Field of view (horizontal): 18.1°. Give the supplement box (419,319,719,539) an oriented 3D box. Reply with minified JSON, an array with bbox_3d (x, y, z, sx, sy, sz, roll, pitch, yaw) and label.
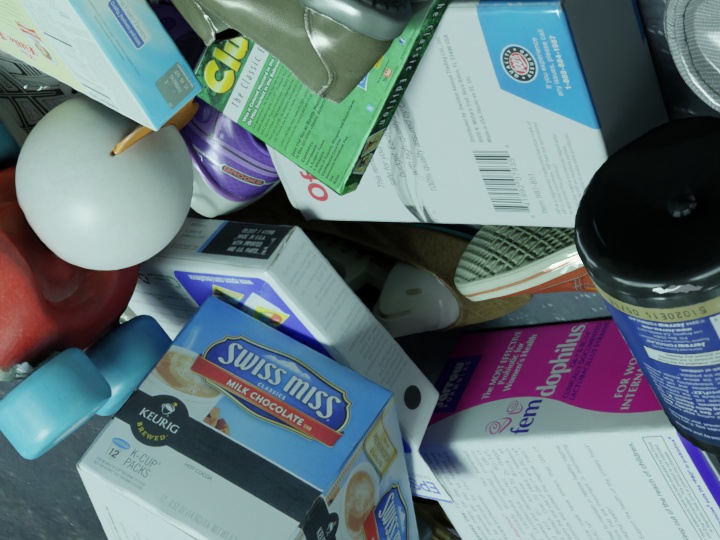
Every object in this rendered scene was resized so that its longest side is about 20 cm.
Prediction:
[{"bbox_3d":[0.143,0.098,1.334,0.199,0.101,0.103,-9,128,37],"label":"supplement box"}]

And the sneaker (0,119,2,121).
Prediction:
[{"bbox_3d":[-0.240,-0.067,1.405,0.200,0.078,0.099,51,-178,-13],"label":"sneaker"}]

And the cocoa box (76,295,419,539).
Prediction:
[{"bbox_3d":[-0.058,0.137,1.297,0.133,0.131,0.200,27,154,22],"label":"cocoa box"}]

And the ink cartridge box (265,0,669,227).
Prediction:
[{"bbox_3d":[0.045,-0.103,1.187,0.199,0.084,0.145,2,134,29],"label":"ink cartridge box"}]

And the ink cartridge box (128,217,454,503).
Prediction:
[{"bbox_3d":[-0.048,0.050,1.344,0.198,0.043,0.200,5,140,52],"label":"ink cartridge box"}]

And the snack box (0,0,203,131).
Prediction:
[{"bbox_3d":[-0.170,-0.148,1.156,0.200,0.037,0.116,29,158,49],"label":"snack box"}]

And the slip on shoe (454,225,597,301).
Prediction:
[{"bbox_3d":[0.136,-0.013,1.245,0.200,0.074,0.061,-15,127,36],"label":"slip on shoe"}]

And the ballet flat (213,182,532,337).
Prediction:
[{"bbox_3d":[0.000,0.000,1.337,0.199,0.072,0.068,22,139,9],"label":"ballet flat"}]

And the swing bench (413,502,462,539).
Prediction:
[{"bbox_3d":[0.032,0.214,1.451,0.199,0.199,0.130,16,141,17],"label":"swing bench"}]

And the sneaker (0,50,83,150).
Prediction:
[{"bbox_3d":[-0.180,-0.116,1.320,0.200,0.076,0.088,32,142,-5],"label":"sneaker"}]

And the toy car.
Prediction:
[{"bbox_3d":[-0.147,-0.036,1.229,0.200,0.177,0.185,-39,86,22],"label":"toy car"}]

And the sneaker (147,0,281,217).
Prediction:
[{"bbox_3d":[-0.104,-0.128,1.280,0.083,0.081,0.200,-30,113,15],"label":"sneaker"}]

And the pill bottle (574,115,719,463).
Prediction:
[{"bbox_3d":[0.191,0.025,1.141,0.112,0.112,0.200,1,142,31],"label":"pill bottle"}]

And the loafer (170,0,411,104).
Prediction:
[{"bbox_3d":[-0.074,-0.142,1.092,0.200,0.075,0.070,30,114,17],"label":"loafer"}]

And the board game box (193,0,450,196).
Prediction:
[{"bbox_3d":[-0.005,-0.148,1.109,0.105,0.023,0.200,35,115,15],"label":"board game box"}]

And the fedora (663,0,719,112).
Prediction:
[{"bbox_3d":[0.223,-0.120,1.053,0.199,0.090,0.177,16,140,16],"label":"fedora"}]
